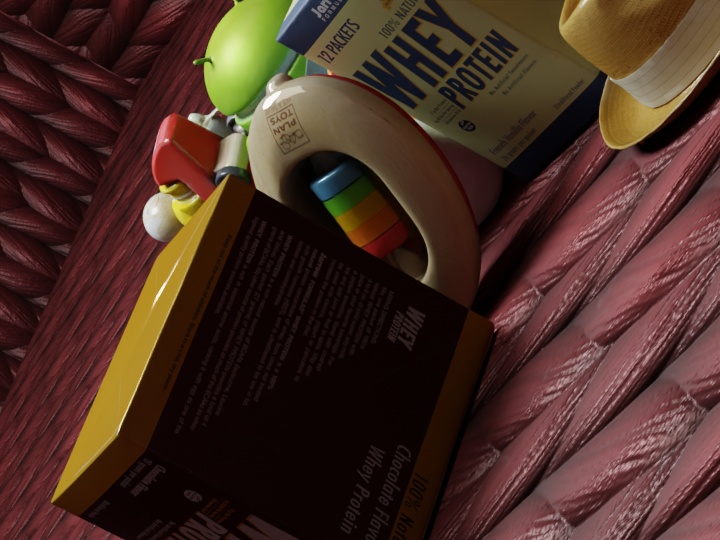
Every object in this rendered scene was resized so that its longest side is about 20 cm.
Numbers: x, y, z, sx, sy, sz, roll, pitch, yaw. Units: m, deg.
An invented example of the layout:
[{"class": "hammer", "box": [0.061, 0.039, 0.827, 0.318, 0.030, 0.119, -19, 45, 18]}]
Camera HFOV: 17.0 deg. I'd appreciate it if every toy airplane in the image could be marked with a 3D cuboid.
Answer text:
[{"class": "toy airplane", "box": [-0.120, -0.048, 2.106, 0.140, 0.201, 0.200, -8, 8, 23]}]

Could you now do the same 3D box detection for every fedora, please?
[{"class": "fedora", "box": [0.174, -0.170, 1.411, 0.201, 0.081, 0.201, -57, 13, 22]}]

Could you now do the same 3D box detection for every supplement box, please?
[{"class": "supplement box", "box": [-0.053, 0.090, 1.506, 0.133, 0.199, 0.198, -43, 22, 56]}, {"class": "supplement box", "box": [0.083, -0.209, 1.604, 0.134, 0.199, 0.201, -45, 20, 54]}]

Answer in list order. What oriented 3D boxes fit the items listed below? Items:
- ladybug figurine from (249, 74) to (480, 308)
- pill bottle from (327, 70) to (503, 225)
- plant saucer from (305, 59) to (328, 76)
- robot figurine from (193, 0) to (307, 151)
[{"class": "ladybug figurine", "box": [0.008, -0.050, 1.580, 0.135, 0.201, 0.072, -24, 16, 38]}, {"class": "pill bottle", "box": [0.035, -0.121, 1.721, 0.113, 0.112, 0.201, -54, 29, 34]}, {"class": "plant saucer", "box": [0.028, -0.203, 1.870, 0.201, 0.039, 0.202, -52, -22, -30]}, {"class": "robot figurine", "box": [-0.043, -0.153, 1.999, 0.116, 0.199, 0.176, -25, 38, 57]}]
